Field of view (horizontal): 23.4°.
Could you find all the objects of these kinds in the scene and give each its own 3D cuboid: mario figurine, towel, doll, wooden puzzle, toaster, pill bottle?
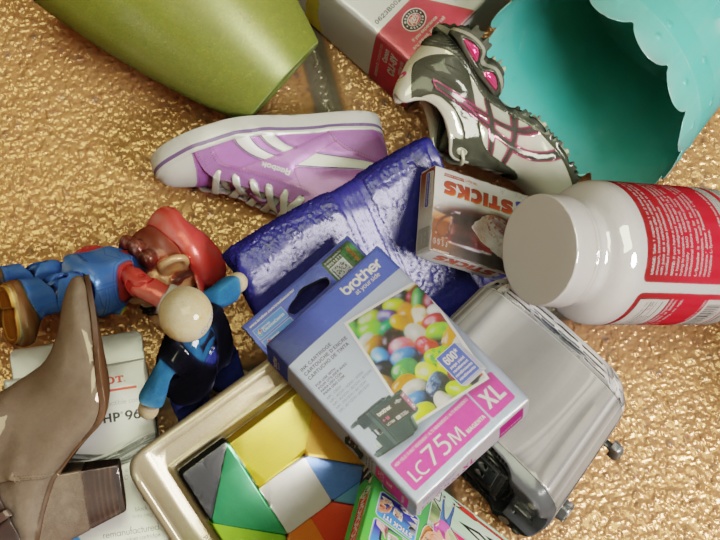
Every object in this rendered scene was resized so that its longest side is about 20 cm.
[{"bbox_3d":[-0.196,0.024,1.382,0.198,0.106,0.124,-14,59,-29],"label":"mario figurine"},{"bbox_3d":[0.000,0.000,1.409,0.199,0.049,0.149,-30,105,-16],"label":"towel"},{"bbox_3d":[-0.121,0.061,1.319,0.048,0.200,0.137,27,71,16],"label":"doll"},{"bbox_3d":[-0.052,0.166,1.335,0.199,0.037,0.186,-36,105,-18],"label":"wooden puzzle"},{"bbox_3d":[0.112,0.100,1.374,0.200,0.114,0.129,41,69,12],"label":"toaster"},{"bbox_3d":[0.211,-0.013,1.376,0.198,0.112,0.114,2,67,-38],"label":"pill bottle"}]

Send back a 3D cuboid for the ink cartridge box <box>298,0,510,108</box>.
[{"bbox_3d":[0.018,-0.266,1.507,0.200,0.084,0.145,41,74,10],"label":"ink cartridge box"}]

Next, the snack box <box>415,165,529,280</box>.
[{"bbox_3d":[0.134,-0.023,1.417,0.198,0.024,0.073,16,67,-29],"label":"snack box"}]

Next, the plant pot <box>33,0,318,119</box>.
[{"bbox_3d":[-0.137,-0.224,1.443,0.200,0.187,0.187,43,73,-3],"label":"plant pot"}]

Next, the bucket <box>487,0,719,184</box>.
[{"bbox_3d":[0.217,-0.182,1.434,0.207,0.208,0.135,41,62,10],"label":"bucket"}]

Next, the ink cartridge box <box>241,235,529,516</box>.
[{"bbox_3d":[0.016,0.070,1.302,0.119,0.042,0.200,-40,71,-15],"label":"ink cartridge box"}]

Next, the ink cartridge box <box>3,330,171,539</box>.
[{"bbox_3d":[-0.213,0.141,1.356,0.114,0.068,0.202,-9,72,-6],"label":"ink cartridge box"}]

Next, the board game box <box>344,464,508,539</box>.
[{"bbox_3d":[0.076,0.235,1.294,0.199,0.029,0.135,38,29,-12],"label":"board game box"}]

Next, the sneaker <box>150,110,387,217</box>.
[{"bbox_3d":[-0.071,-0.066,1.439,0.198,0.073,0.116,-7,74,-7],"label":"sneaker"}]

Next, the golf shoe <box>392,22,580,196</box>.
[{"bbox_3d":[0.105,-0.108,1.440,0.088,0.077,0.200,-45,109,-15],"label":"golf shoe"}]

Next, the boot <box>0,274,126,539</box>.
[{"bbox_3d":[-0.254,0.112,1.278,0.144,0.070,0.203,-8,84,-4],"label":"boot"}]
